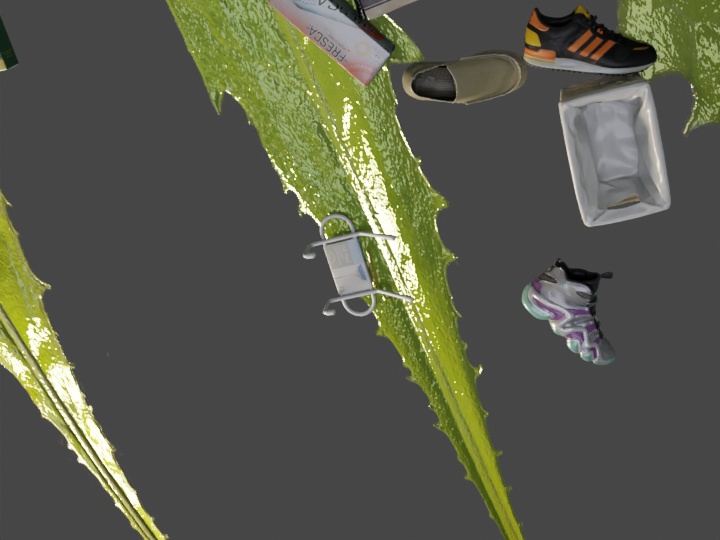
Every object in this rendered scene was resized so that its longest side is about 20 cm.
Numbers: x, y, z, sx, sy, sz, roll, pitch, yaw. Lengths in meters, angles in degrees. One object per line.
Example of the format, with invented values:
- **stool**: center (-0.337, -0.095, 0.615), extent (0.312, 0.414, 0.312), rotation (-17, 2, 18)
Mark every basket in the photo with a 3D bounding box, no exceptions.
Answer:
- **basket**: center (0.381, -0.191, 1.345), extent (0.133, 0.124, 0.203), rotation (-12, 114, 16)

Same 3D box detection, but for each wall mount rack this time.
- **wall mount rack**: center (0.000, 0.000, 1.539), extent (0.170, 0.075, 0.203), rotation (-12, 114, 16)

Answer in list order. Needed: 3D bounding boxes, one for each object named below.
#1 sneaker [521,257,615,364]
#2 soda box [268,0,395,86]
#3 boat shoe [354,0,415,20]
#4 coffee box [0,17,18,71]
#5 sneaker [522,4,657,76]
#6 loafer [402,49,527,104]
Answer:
- **sneaker**: center (0.384, 0.060, 1.493), extent (0.199, 0.078, 0.140), rotation (37, 118, -8)
- **soda box**: center (-0.042, -0.379, 1.369), extent (0.199, 0.064, 0.069), rotation (38, 117, -10)
- **boat shoe**: center (0.070, -0.448, 1.305), extent (0.197, 0.075, 0.094), rotation (-20, 113, 17)
- **coffee box**: center (-0.664, -0.423, 1.477), extent (0.120, 0.044, 0.204), rotation (-7, 114, 14)
- **sneaker**: center (0.340, -0.343, 1.308), extent (0.196, 0.070, 0.092), rotation (5, 120, 10)
- **loafer**: center (0.159, -0.291, 1.369), extent (0.196, 0.069, 0.077), rotation (-6, 115, 13)
